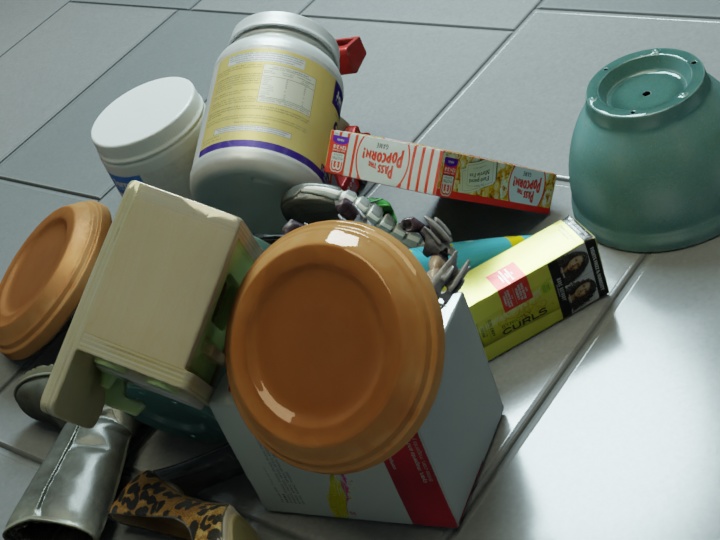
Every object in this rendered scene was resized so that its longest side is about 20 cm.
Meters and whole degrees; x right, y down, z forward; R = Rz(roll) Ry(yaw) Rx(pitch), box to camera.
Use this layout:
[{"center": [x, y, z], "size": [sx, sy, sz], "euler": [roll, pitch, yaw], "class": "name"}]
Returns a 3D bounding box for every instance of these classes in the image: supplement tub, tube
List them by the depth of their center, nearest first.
[{"center": [0.102, -0.008, 1.290], "size": [0.198, 0.051, 0.077], "euler": [-12, 0, -26], "class": "tube"}, {"center": [-0.094, -0.155, 1.412], "size": [0.144, 0.146, 0.202], "euler": [-4, 60, 23], "class": "supplement tub"}, {"center": [-0.201, -0.098, 1.494], "size": [0.131, 0.201, 0.133], "euler": [-17, 36, 13], "class": "supplement tub"}]

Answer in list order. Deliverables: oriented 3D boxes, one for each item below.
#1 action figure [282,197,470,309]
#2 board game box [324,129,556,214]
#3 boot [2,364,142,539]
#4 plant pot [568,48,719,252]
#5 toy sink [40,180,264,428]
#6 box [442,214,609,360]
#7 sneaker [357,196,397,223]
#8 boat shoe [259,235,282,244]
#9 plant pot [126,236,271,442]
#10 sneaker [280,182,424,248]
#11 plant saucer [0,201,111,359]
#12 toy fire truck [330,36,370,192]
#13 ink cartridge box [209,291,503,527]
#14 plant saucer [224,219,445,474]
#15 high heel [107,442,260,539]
[{"center": [0.012, 0.004, 1.113], "size": [0.130, 0.070, 0.200], "euler": [-37, 34, -9], "class": "action figure"}, {"center": [0.084, -0.102, 1.376], "size": [0.151, 0.047, 0.199], "euler": [16, 7, 41], "class": "board game box"}, {"center": [-0.299, 0.187, 1.312], "size": [0.180, 0.073, 0.201], "euler": [-6, 46, 26], "class": "boot"}, {"center": [0.294, -0.134, 1.334], "size": [0.198, 0.135, 0.201], "euler": [-15, 36, 11], "class": "plant pot"}, {"center": [-0.166, 0.049, 1.122], "size": [0.111, 0.130, 0.202], "euler": [19, 79, 9], "class": "toy sink"}, {"center": [0.134, 0.030, 1.261], "size": [0.199, 0.076, 0.050], "euler": [-27, 37, -8], "class": "box"}, {"center": [-0.011, -0.018, 1.398], "size": [0.084, 0.079, 0.201], "euler": [-8, 38, 19], "class": "sneaker"}, {"center": [-0.161, 0.013, 1.440], "size": [0.198, 0.060, 0.072], "euler": [-25, 56, -1], "class": "boat shoe"}, {"center": [-0.157, 0.066, 1.276], "size": [0.199, 0.201, 0.162], "euler": [3, 61, 31], "class": "plant pot"}, {"center": [0.000, 0.000, 1.308], "size": [0.198, 0.075, 0.116], "euler": [26, 57, -5], "class": "sneaker"}, {"center": [-0.355, 0.004, 1.505], "size": [0.200, 0.037, 0.201], "euler": [-37, 33, 29], "class": "plant saucer"}, {"center": [-0.033, -0.161, 1.537], "size": [0.048, 0.142, 0.201], "euler": [-2, 40, 26], "class": "toy fire truck"}, {"center": [-0.001, 0.117, 1.162], "size": [0.198, 0.146, 0.146], "euler": [-1, 41, 28], "class": "ink cartridge box"}, {"center": [-0.029, 0.059, 1.052], "size": [0.198, 0.037, 0.203], "euler": [-4, 82, 29], "class": "plant saucer"}, {"center": [-0.160, 0.243, 1.161], "size": [0.141, 0.072, 0.201], "euler": [-24, 33, 10], "class": "high heel"}]
